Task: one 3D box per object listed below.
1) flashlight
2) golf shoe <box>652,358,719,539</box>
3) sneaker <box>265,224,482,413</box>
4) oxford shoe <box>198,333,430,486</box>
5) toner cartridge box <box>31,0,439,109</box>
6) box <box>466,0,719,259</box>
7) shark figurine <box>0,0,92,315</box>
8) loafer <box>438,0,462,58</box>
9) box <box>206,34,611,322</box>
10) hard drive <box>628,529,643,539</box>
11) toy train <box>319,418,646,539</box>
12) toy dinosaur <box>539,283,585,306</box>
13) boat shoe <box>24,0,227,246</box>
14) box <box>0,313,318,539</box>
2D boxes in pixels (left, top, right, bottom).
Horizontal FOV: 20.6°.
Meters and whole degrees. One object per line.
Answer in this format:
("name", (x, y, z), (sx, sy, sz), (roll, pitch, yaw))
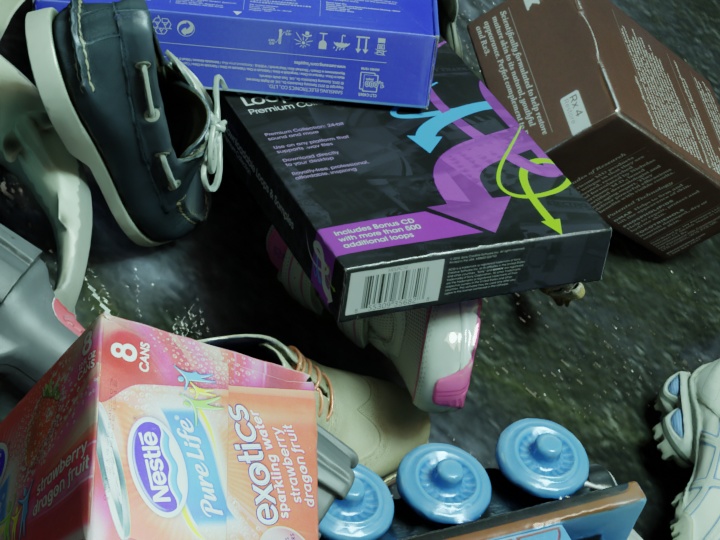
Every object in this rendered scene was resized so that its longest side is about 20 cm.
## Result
("flashlight", (-0.097, 0.048, 0.832), (0.199, 0.068, 0.068), (37, 78, -3))
("golf shoe", (0.218, 0.117, 1.060), (0.078, 0.097, 0.201), (32, 35, -34))
("sneaker", (0.000, 0.000, 1.001), (0.087, 0.082, 0.201), (-6, 39, -19))
("oxford shoe", (-0.037, 0.069, 0.934), (0.199, 0.074, 0.071), (2, 57, -39))
("toner cartridge box", (-0.061, -0.130, 1.003), (0.198, 0.043, 0.095), (5, 32, -3))
("box", (0.150, -0.085, 1.144), (0.200, 0.075, 0.101), (27, 41, -54))
("shark figurine", (-0.163, -0.047, 0.923), (0.128, 0.090, 0.215), (-34, 74, -13))
("loafer", (0.030, -0.150, 1.148), (0.069, 0.070, 0.201), (13, 53, -31))
("box", (0.014, -0.054, 0.977), (0.142, 0.036, 0.200), (-9, 37, -24))
("hard drive", (0.110, 0.213, 0.975), (0.140, 0.038, 0.200), (45, 44, -2))
("toy train", (0.046, 0.142, 0.913), (0.198, 0.087, 0.115), (-9, 51, -25))
("toy dinosaur", (0.094, -0.051, 1.153), (0.101, 0.058, 0.201), (47, 27, -25))
("boat shoe", (-0.096, -0.070, 0.919), (0.200, 0.061, 0.075), (64, 15, -62))
("box", (-0.104, 0.116, 0.756), (0.094, 0.200, 0.103), (19, 50, -27))
